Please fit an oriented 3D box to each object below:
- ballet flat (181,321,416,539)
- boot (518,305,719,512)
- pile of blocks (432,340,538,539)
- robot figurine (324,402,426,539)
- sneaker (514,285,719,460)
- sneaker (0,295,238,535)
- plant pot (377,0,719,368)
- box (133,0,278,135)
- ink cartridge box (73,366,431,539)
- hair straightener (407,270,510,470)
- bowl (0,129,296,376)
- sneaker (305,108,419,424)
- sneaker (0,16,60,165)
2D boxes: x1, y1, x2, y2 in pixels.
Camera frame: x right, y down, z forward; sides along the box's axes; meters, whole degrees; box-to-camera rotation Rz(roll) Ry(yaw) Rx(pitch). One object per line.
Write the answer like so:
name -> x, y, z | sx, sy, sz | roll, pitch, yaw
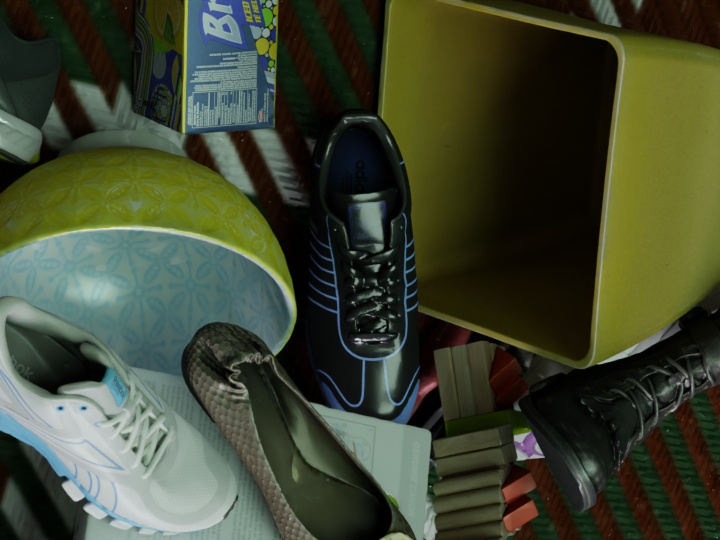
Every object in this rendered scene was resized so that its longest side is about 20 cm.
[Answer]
ballet flat -> -0.028, 0.111, 1.499 | 0.067, 0.046, 0.200 | -37, 92, -33
boot -> 0.188, 0.063, 1.602 | 0.174, 0.200, 0.069 | -27, 100, 9
pile of blocks -> 0.087, 0.130, 1.638 | 0.082, 0.062, 0.200 | 46, 40, -47
robot figurine -> -0.047, 0.163, 1.622 | 0.116, 0.175, 0.200 | 64, 35, -33
sneaker -> 0.153, 0.053, 1.746 | 0.200, 0.100, 0.075 | -33, 152, 2
sneaker -> -0.143, 0.080, 1.451 | 0.200, 0.087, 0.075 | 35, 63, -20
plant pot -> 0.139, -0.070, 1.654 | 0.176, 0.200, 0.200 | -10, 110, -42
box -> -0.089, -0.185, 1.545 | 0.064, 0.070, 0.200 | -6, 108, -30
ink cartridge box -> -0.065, 0.151, 1.536 | 0.200, 0.047, 0.160 | 12, 62, -13
hair straightener -> 0.053, 0.102, 1.731 | 0.077, 0.041, 0.200 | 38, 79, -34
bowl -> -0.138, -0.016, 1.532 | 0.200, 0.200, 0.108 | 19, 51, -33
sneaker -> 0.000, 0.000, 1.604 | 0.070, 0.078, 0.200 | -6, 78, -6
sneaker -> -0.252, -0.131, 1.474 | 0.200, 0.074, 0.085 | 31, 74, -37
